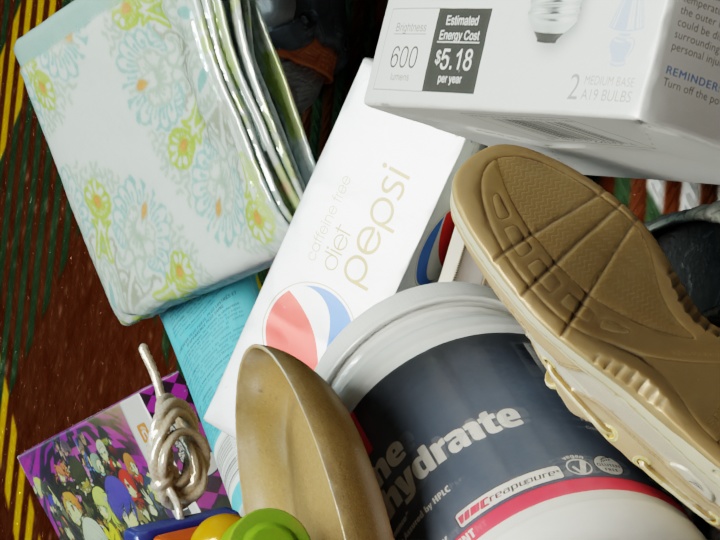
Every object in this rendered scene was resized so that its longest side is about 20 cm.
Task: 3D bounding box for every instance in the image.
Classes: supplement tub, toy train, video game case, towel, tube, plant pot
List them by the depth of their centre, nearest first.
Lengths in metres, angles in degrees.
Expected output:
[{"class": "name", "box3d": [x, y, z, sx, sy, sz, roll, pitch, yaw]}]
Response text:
[{"class": "toy train", "box3d": [-0.057, 0.118, 1.066, 0.116, 0.084, 0.201, -30, 72, 64]}, {"class": "plant pot", "box3d": [-0.014, 0.128, 1.109, 0.200, 0.027, 0.201, 169, 90, -76]}, {"class": "supplement tub", "box3d": [0.062, 0.109, 1.137, 0.141, 0.140, 0.200, -69, 29, 25]}, {"class": "towel", "box3d": [-0.103, -0.072, 1.360, 0.200, 0.048, 0.172, -22, 86, 52]}, {"class": "tube", "box3d": [-0.066, 0.057, 1.375, 0.077, 0.050, 0.200, -41, 43, 18]}, {"class": "video game case", "box3d": [-0.115, 0.164, 1.506, 0.200, 0.036, 0.182, -27, 91, 59]}]

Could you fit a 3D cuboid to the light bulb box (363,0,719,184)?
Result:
[{"class": "light bulb box", "box3d": [0.123, -0.145, 1.058, 0.198, 0.124, 0.201, 8, 83, 57]}]

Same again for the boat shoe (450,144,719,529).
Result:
[{"class": "boat shoe", "box3d": [0.106, 0.035, 1.061, 0.200, 0.074, 0.069, 47, 149, 11]}]

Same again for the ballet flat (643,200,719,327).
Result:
[{"class": "ballet flat", "box3d": [0.139, -0.002, 1.106, 0.200, 0.057, 0.067, -25, 61, 60]}]

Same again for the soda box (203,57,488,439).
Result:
[{"class": "soda box", "box3d": [0.000, 0.000, 1.260, 0.068, 0.064, 0.201, 29, 102, 20]}]

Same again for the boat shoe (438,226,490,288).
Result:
[{"class": "boat shoe", "box3d": [0.073, -0.004, 1.239, 0.072, 0.059, 0.201, -30, -35, -65]}]

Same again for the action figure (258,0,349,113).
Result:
[{"class": "action figure", "box3d": [-0.055, -0.179, 1.452, 0.104, 0.200, 0.194, -9, 76, 32]}]
